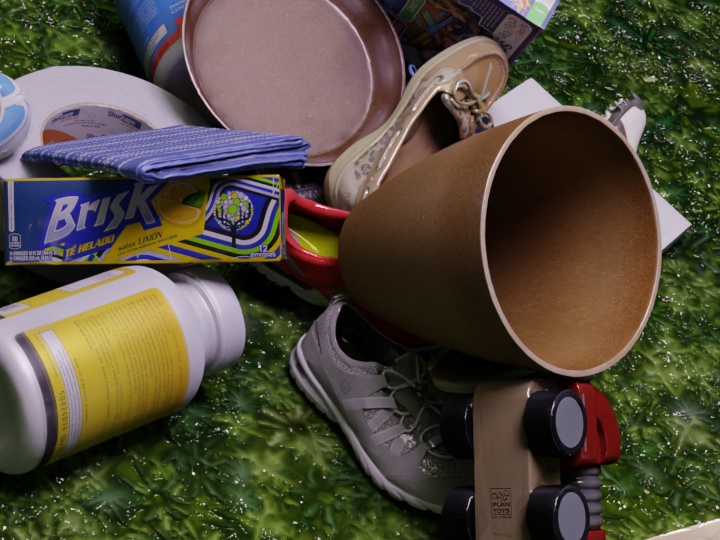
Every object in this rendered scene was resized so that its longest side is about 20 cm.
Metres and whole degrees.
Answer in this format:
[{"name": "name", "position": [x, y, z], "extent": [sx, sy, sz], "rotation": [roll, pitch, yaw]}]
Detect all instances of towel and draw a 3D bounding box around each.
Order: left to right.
[{"name": "towel", "position": [-0.145, -0.085, 1.428], "extent": [0.145, 0.024, 0.200], "rotation": [-10, 12, -32]}]

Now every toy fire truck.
[{"name": "toy fire truck", "position": [0.166, 0.167, 1.375], "extent": [0.200, 0.128, 0.177], "rotation": [7, 79, -52]}]

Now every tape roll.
[{"name": "tape roll", "position": [-0.208, -0.075, 1.538], "extent": [0.200, 0.066, 0.201], "rotation": [13, 40, -11]}]

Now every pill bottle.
[{"name": "pill bottle", "position": [-0.182, 0.061, 1.361], "extent": [0.200, 0.112, 0.112], "rotation": [-20, 55, -39]}, {"name": "pill bottle", "position": [-0.154, -0.230, 1.700], "extent": [0.112, 0.112, 0.200], "rotation": [-4, 46, -28]}]

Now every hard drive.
[{"name": "hard drive", "position": [0.188, -0.077, 1.729], "extent": [0.200, 0.025, 0.132], "rotation": [44, 43, 10]}]

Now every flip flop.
[{"name": "flip flop", "position": [-0.049, -0.063, 1.610], "extent": [0.081, 0.058, 0.200], "rotation": [-9, 64, -25]}]

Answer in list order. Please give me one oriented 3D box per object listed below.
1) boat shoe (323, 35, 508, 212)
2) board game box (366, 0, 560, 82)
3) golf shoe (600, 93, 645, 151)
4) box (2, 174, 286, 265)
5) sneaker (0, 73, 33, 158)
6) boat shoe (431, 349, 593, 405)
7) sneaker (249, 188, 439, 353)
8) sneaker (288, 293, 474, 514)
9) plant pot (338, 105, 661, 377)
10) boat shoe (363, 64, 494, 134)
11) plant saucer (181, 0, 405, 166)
[{"name": "boat shoe", "position": [0.058, -0.110, 1.574], "extent": [0.200, 0.073, 0.063], "rotation": [-48, 34, -15]}, {"name": "board game box", "position": [0.073, -0.213, 1.653], "extent": [0.135, 0.200, 0.035], "rotation": [33, 66, -5]}, {"name": "golf shoe", "position": [0.195, -0.061, 1.585], "extent": [0.088, 0.077, 0.200], "rotation": [39, 55, -6]}, {"name": "box", "position": [-0.155, -0.036, 1.405], "extent": [0.199, 0.064, 0.070], "rotation": [-1, 0, 1]}, {"name": "sneaker", "position": [-0.340, -0.088, 1.438], "extent": [0.200, 0.073, 0.072], "rotation": [-30, 53, -6]}, {"name": "boat shoe", "position": [0.127, 0.079, 1.464], "extent": [0.072, 0.066, 0.201], "rotation": [10, 19, 36]}, {"name": "sneaker", "position": [0.000, 0.000, 1.511], "extent": [0.200, 0.085, 0.077], "rotation": [26, 59, -15]}, {"name": "sneaker", "position": [0.026, 0.101, 1.434], "extent": [0.200, 0.082, 0.075], "rotation": [41, 43, 21]}, {"name": "plant pot", "position": [0.084, -0.017, 1.405], "extent": [0.186, 0.187, 0.200], "rotation": [-21, 12, -40]}, {"name": "boat shoe", "position": [0.022, -0.146, 1.673], "extent": [0.199, 0.084, 0.069], "rotation": [14, 64, 8]}, {"name": "plant saucer", "position": [-0.059, -0.173, 1.599], "extent": [0.200, 0.034, 0.201], "rotation": [10, 66, -23]}]
